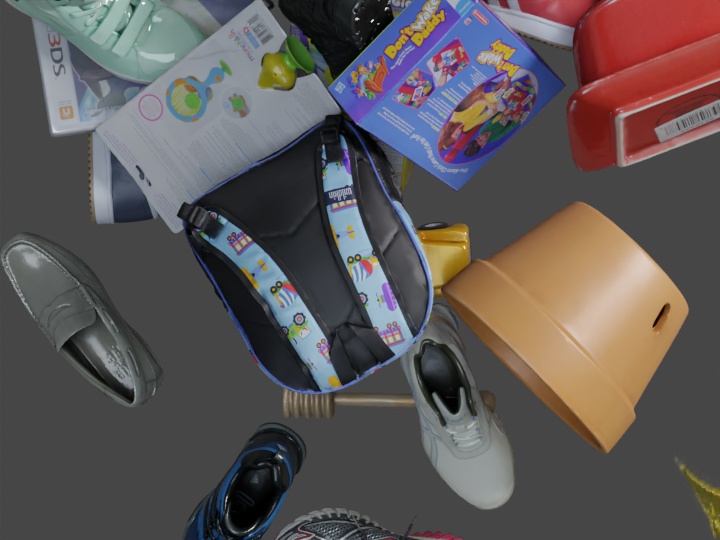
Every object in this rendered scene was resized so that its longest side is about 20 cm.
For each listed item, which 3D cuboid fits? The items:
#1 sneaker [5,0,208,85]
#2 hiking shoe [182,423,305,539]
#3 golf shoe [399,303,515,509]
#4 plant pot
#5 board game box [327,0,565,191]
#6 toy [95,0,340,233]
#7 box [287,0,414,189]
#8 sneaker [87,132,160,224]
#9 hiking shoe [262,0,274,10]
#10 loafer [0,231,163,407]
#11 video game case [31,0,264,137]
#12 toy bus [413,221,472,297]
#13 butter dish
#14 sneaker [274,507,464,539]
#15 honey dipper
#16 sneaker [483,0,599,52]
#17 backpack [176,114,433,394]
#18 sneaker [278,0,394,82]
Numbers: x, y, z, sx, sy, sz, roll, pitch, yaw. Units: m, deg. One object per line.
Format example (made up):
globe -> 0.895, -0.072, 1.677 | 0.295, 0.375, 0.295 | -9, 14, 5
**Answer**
sneaker -> -0.213, -0.216, 1.347 | 0.199, 0.118, 0.074 | 24, 83, -8
hiking shoe -> -0.123, 0.236, 1.512 | 0.074, 0.087, 0.201 | 27, 104, 3
golf shoe -> 0.082, 0.132, 1.436 | 0.078, 0.097, 0.202 | -24, 101, 6
plant pot -> 0.185, 0.037, 1.387 | 0.200, 0.200, 0.140 | 44, 88, -2
board game box -> 0.076, -0.152, 1.331 | 0.134, 0.200, 0.045 | -44, 62, 11
toy -> -0.118, -0.133, 1.381 | 0.199, 0.047, 0.116 | -33, 99, 29
box -> -0.004, -0.174, 1.397 | 0.116, 0.049, 0.202 | 12, 129, 9
sneaker -> -0.191, -0.143, 1.464 | 0.107, 0.070, 0.203 | 1, 93, -2
hiking shoe -> -0.088, -0.335, 1.407 | 0.086, 0.074, 0.202 | 20, 85, -32
loafer -> -0.263, 0.046, 1.511 | 0.200, 0.070, 0.070 | 45, 104, -2
video game case -> -0.188, -0.223, 1.421 | 0.198, 0.023, 0.184 | -10, 90, -10
toy bus -> 0.000, 0.000, 1.456 | 0.198, 0.078, 0.066 | -4, 101, 10
butter dish -> 0.248, -0.191, 1.342 | 0.198, 0.200, 0.149 | -21, 72, 4
sneaker -> 0.014, 0.272, 1.502 | 0.197, 0.075, 0.082 | 4, 101, 1
honey dipper -> 0.027, 0.121, 1.503 | 0.197, 0.038, 0.038 | 1, 102, 4
sneaker -> 0.117, -0.271, 1.387 | 0.198, 0.071, 0.114 | 18, 108, -3
backpack -> -0.029, 0.000, 1.347 | 0.181, 0.135, 0.201 | -31, 78, 4
sneaker -> -0.021, -0.204, 1.314 | 0.060, 0.201, 0.104 | -42, 62, -18
